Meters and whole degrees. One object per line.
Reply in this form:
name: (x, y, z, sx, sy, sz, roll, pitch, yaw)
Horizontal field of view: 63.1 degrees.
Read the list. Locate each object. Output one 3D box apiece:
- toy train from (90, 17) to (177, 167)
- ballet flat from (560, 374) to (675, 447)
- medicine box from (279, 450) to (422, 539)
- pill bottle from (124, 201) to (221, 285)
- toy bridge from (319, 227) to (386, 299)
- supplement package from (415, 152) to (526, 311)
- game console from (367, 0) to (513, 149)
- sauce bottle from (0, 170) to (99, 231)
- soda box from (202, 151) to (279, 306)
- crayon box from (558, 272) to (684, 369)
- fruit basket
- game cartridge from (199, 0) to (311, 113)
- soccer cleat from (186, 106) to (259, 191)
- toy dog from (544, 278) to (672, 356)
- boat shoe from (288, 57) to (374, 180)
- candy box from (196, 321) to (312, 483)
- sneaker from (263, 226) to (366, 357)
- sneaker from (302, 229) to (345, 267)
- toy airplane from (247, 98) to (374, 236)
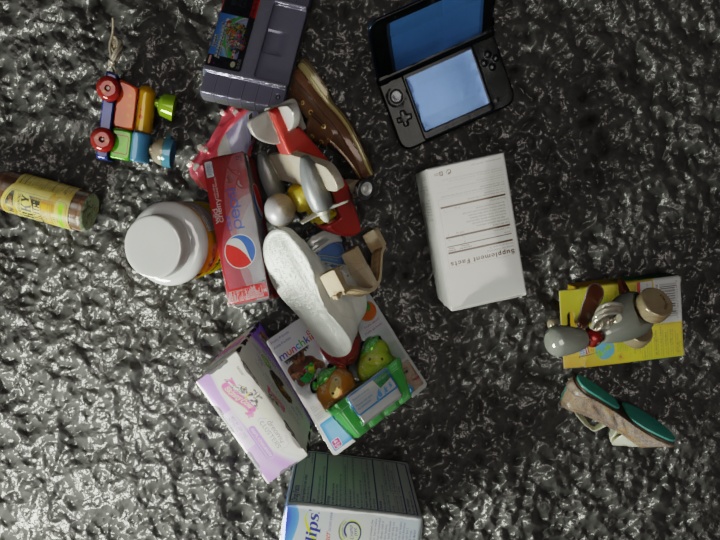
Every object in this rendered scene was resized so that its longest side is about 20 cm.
toy train: (-0.324, -0.259, 0.871, 0.112, 0.085, 0.207, 8, 95, -13)
ballet flat: (0.411, 0.242, 0.954, 0.197, 0.068, 0.068, 32, 114, 1)
medicine box: (-0.017, 0.366, 0.886, 0.193, 0.182, 0.106, 7, 95, -2)
pill bottle: (-0.250, -0.041, 0.826, 0.106, 0.200, 0.113, 1, 97, 5)
toy bridge: (0.000, 0.000, 0.848, 0.027, 0.200, 0.068, -23, 102, 27)
supplement package: (0.162, -0.059, 0.880, 0.116, 0.121, 0.207, -11, 96, -1)
game console: (0.124, -0.299, 0.858, 0.195, 0.118, 0.175, -22, 96, 1)
sauce bottle: (-0.502, -0.112, 0.885, 0.194, 0.065, 0.067, 14, 95, -2)
soda box: (-0.167, -0.056, 0.826, 0.061, 0.070, 0.207, -10, 89, 3)
crayon box: (0.408, 0.079, 0.937, 0.193, 0.051, 0.131, -6, 95, -2)
fruit basket: (-0.018, 0.143, 0.899, 0.183, 0.094, 0.203, -31, 89, -16)
game cartridge: (-0.151, -0.332, 0.855, 0.126, 0.038, 0.206, 13, 76, -4)
soccer cleat: (-0.184, -0.207, 0.893, 0.076, 0.066, 0.202, 39, 84, -42)
toy dog: (0.354, 0.060, 0.858, 0.195, 0.098, 0.133, 5, 137, -30)
boat shoe: (-0.050, -0.218, 0.888, 0.067, 0.072, 0.203, -34, 89, 7)
candy box: (-0.143, 0.182, 0.855, 0.071, 0.200, 0.170, -33, 95, 2)
sneaker: (-0.059, 0.010, 0.840, 0.072, 0.116, 0.203, -18, 111, 28)
sneaker: (-0.109, 0.005, 0.901, 0.196, 0.076, 0.079, -26, 95, 0)
toy airplane: (-0.088, -0.129, 0.806, 0.198, 0.200, 0.142, 38, 80, 14)
